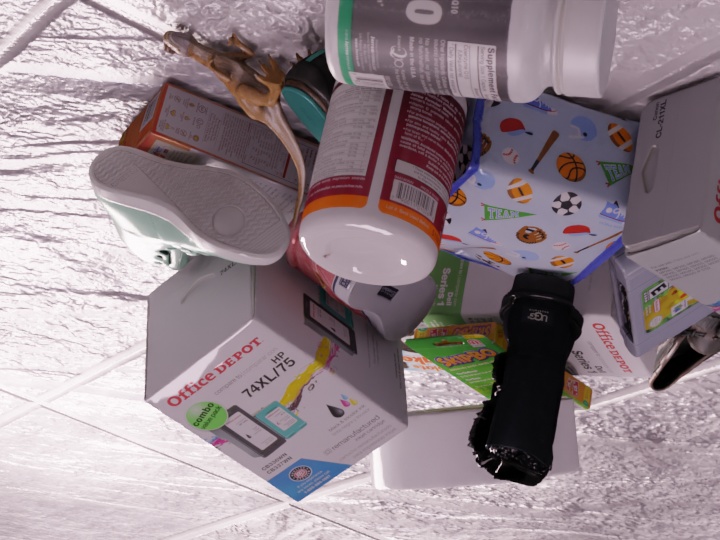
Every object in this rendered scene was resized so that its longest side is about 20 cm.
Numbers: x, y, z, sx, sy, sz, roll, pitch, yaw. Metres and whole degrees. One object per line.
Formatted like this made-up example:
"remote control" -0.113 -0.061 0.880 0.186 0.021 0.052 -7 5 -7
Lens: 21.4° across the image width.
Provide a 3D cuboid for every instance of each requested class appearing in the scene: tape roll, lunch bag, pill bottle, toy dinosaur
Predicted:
"tape roll" 0.107 0.164 1.806 0.202 0.071 0.202 -4 177 0
"lunch bag" 0.129 -0.065 1.603 0.170 0.124 0.200 17 148 -13
"pill bottle" 0.023 -0.098 1.485 0.109 0.201 0.110 11 155 5
"pill bottle" 0.082 -0.182 1.383 0.199 0.113 0.113 7 155 13
"toy dinosaur" -0.079 -0.142 1.605 0.200 0.060 0.106 49 144 -11

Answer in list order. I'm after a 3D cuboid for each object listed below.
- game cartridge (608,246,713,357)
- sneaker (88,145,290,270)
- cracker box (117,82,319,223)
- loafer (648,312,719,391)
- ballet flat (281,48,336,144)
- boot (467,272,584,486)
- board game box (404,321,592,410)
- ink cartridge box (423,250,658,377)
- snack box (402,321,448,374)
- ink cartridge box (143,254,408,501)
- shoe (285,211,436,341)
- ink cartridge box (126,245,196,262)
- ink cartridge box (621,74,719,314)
"game cartridge" 0.285 -0.002 1.671 0.041 0.133 0.200 53 174 27
"sneaker" -0.140 -0.037 1.691 0.200 0.074 0.118 23 154 23
"cracker box" -0.115 -0.090 1.746 0.200 0.058 0.134 22 156 -18
"loafer" 0.335 0.065 1.843 0.072 0.063 0.200 15 156 -13
"ballet flat" -0.003 -0.110 1.596 0.068 0.068 0.200 23 154 32
"boot" 0.144 0.104 1.668 0.076 0.169 0.200 12 168 7
"board game box" 0.134 0.094 1.846 0.095 0.030 0.200 -6 155 37
"ink cartridge box" 0.178 0.038 1.840 0.199 0.085 0.146 0 154 27
"snack box" 0.077 0.072 2.020 0.199 0.037 0.116 4 155 18
"ink cartridge box" -0.079 0.081 1.747 0.147 0.146 0.200 -37 124 26
"shoe" 0.000 0.000 1.727 0.091 0.072 0.200 39 -178 24
"ink cartridge box" -0.152 -0.021 1.884 0.109 0.051 0.200 19 180 7
"ink cartridge box" 0.314 -0.042 1.526 0.200 0.146 0.083 29 150 -31
